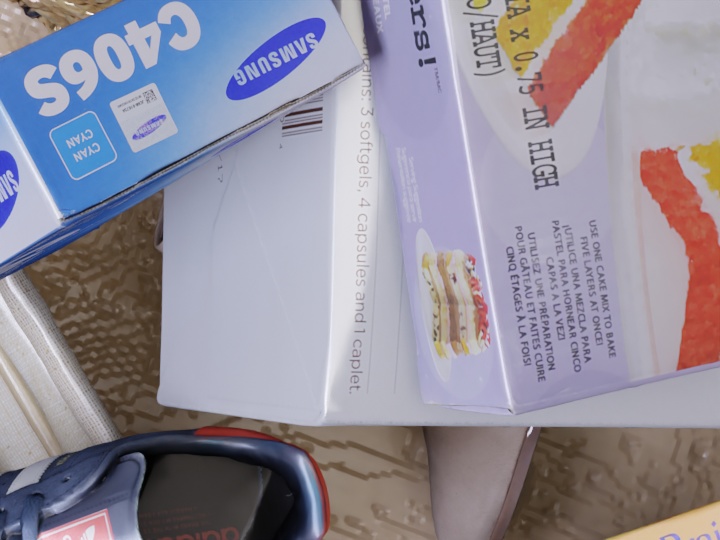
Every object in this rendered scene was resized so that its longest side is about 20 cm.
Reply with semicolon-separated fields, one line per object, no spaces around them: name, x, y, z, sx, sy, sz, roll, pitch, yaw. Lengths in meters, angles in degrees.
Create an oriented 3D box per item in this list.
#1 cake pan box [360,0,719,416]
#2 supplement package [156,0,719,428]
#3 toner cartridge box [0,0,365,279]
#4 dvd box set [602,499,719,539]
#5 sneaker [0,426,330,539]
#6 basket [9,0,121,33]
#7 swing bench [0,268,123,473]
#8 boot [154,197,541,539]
cake pan box;0.091;-0.077;0.604;0.183;0.052;0.201;-10;93;-25
supplement package;0.056;-0.050;0.695;0.199;0.147;0.193;1;90;-23
toner cartridge box;-0.086;-0.030;0.636;0.095;0.200;0.043;-31;94;-28
dvd box set;0.109;0.092;0.750;0.146;0.199;0.030;-7;76;-50
sneaker;-0.098;0.088;0.668;0.199;0.084;0.075;-20;89;-27
basket;-0.066;-0.178;0.824;0.142;0.149;0.201;29;80;25
swing bench;-0.179;0.086;0.749;0.199;0.130;0.200;-31;92;-28
boot;0.000;0.000;0.811;0.145;0.070;0.201;11;99;-12
